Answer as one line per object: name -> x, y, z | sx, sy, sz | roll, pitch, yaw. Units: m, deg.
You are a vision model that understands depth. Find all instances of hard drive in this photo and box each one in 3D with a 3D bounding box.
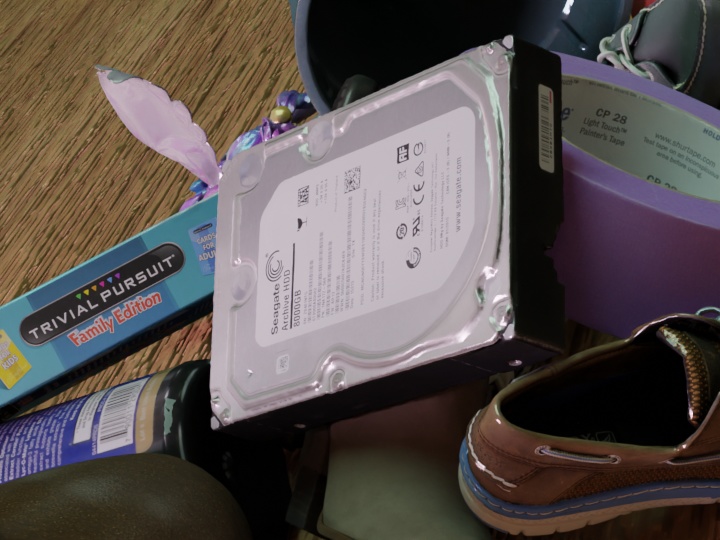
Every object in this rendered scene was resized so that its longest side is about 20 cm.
hard drive -> 0.007, -0.010, 0.982 | 0.200, 0.038, 0.140 | -19, 62, 46

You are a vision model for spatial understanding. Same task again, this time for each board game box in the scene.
board game box -> -0.136, 0.022, 1.160 | 0.200, 0.047, 0.151 | -28, -2, -8

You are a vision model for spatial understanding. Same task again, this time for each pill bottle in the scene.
pill bottle -> -0.145, 0.123, 1.110 | 0.200, 0.112, 0.112 | -18, 23, 23

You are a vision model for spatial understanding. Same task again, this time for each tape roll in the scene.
tape roll -> 0.126, -0.036, 1.045 | 0.200, 0.066, 0.200 | 17, 22, -7

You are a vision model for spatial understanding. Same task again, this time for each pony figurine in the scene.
pony figurine -> -0.064, -0.060, 1.362 | 0.200, 0.193, 0.167 | -35, 61, -17

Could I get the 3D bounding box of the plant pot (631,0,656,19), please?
plant pot -> 0.256, -0.176, 1.227 | 0.200, 0.201, 0.177 | -41, 13, -30

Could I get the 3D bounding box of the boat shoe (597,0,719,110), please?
boat shoe -> 0.158, -0.102, 1.195 | 0.062, 0.073, 0.200 | -4, -23, -12

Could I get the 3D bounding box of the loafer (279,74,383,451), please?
loafer -> 0.000, 0.000, 1.143 | 0.071, 0.200, 0.073 | 14, -3, -4

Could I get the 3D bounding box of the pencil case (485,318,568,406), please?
pencil case -> 0.092, -0.002, 1.156 | 0.200, 0.078, 0.089 | -44, 12, -36

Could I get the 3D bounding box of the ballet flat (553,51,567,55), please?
ballet flat -> 0.032, -0.070, 1.212 | 0.200, 0.067, 0.057 | -26, 23, 11

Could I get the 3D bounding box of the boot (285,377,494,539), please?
boot -> 0.033, 0.065, 0.998 | 0.200, 0.070, 0.146 | 15, 78, 57

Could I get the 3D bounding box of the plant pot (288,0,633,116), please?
plant pot -> 0.032, -0.192, 1.286 | 0.200, 0.200, 0.196 | -28, 36, -1

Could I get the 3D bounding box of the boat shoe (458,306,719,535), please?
boat shoe -> 0.140, 0.056, 0.914 | 0.200, 0.072, 0.072 | -18, 59, -15

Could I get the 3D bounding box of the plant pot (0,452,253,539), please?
plant pot -> -0.121, 0.160, 0.943 | 0.187, 0.187, 0.200 | -19, 11, 22
